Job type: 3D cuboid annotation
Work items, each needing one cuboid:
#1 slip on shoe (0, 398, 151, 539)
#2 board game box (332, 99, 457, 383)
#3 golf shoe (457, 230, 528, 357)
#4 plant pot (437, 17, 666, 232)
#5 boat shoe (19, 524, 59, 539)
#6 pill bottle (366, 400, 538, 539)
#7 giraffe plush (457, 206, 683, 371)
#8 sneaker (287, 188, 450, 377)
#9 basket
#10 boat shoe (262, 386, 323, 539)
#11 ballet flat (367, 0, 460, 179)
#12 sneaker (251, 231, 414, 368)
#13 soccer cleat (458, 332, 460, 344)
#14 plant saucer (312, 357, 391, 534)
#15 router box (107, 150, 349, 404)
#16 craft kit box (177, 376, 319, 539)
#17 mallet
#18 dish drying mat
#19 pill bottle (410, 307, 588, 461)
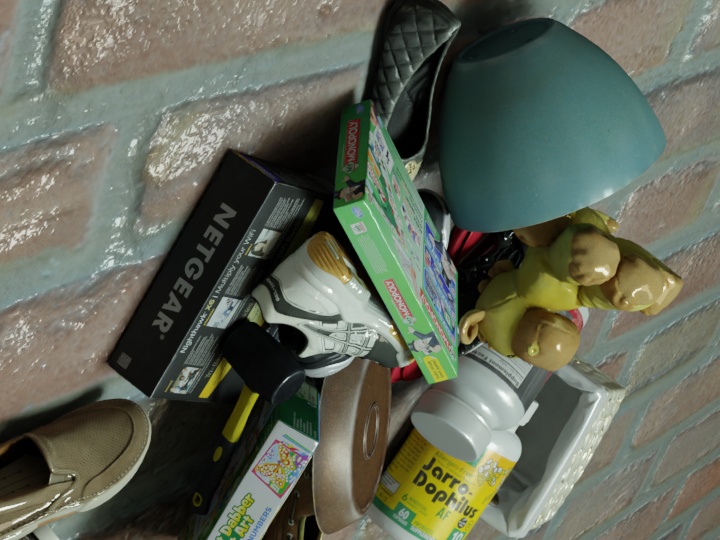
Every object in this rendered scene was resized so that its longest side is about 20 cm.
[{"bbox_3d":[-0.238,0.147,1.447,0.200,0.076,0.061,-27,150,-33],"label":"slip on shoe"},{"bbox_3d":[0.032,-0.023,1.578,0.135,0.029,0.200,-85,153,-50],"label":"board game box"},{"bbox_3d":[0.140,0.011,1.888,0.200,0.078,0.094,-52,155,-2],"label":"golf shoe"},{"bbox_3d":[0.149,-0.139,1.666,0.200,0.200,0.135,-36,113,-34],"label":"plant pot"},{"bbox_3d":[-0.257,0.270,1.565,0.060,0.072,0.200,-38,146,-20],"label":"boat shoe"},{"bbox_3d":[0.101,0.202,2.051,0.200,0.113,0.113,-56,155,3],"label":"pill bottle"},{"bbox_3d":[0.169,0.018,1.756,0.172,0.200,0.162,28,103,-32],"label":"giraffe plush"},{"bbox_3d":[0.000,0.000,1.671,0.200,0.075,0.114,-50,157,-5],"label":"sneaker"},{"bbox_3d":[0.190,0.180,2.160,0.200,0.136,0.123,-61,158,12],"label":"basket"},{"bbox_3d":[-0.044,0.203,1.851,0.072,0.068,0.200,-25,142,-46],"label":"boat shoe"},{"bbox_3d":[0.041,-0.140,1.596,0.066,0.057,0.200,-35,148,-34],"label":"ballet flat"},{"bbox_3d":[-0.024,0.037,1.567,0.088,0.076,0.200,-35,145,7],"label":"sneaker"},{"bbox_3d":[0.055,0.038,1.762,0.200,0.068,0.073,137,-40,-86],"label":"soccer cleat"},{"bbox_3d":[-0.004,0.148,1.786,0.200,0.034,0.200,7,90,-78],"label":"plant saucer"},{"bbox_3d":[-0.096,0.011,1.546,0.200,0.052,0.157,-59,154,9],"label":"router box"},{"bbox_3d":[-0.101,0.192,1.660,0.198,0.048,0.200,-62,-174,9],"label":"craft kit box"},{"bbox_3d":[-0.109,0.122,1.566,0.041,0.066,0.200,-23,156,-44],"label":"mallet"},{"bbox_3d":[0.087,0.025,1.922,0.077,0.018,0.200,-11,131,-57],"label":"dish drying mat"},{"bbox_3d":[0.137,0.092,1.955,0.200,0.111,0.111,-53,156,-22],"label":"pill bottle"}]
